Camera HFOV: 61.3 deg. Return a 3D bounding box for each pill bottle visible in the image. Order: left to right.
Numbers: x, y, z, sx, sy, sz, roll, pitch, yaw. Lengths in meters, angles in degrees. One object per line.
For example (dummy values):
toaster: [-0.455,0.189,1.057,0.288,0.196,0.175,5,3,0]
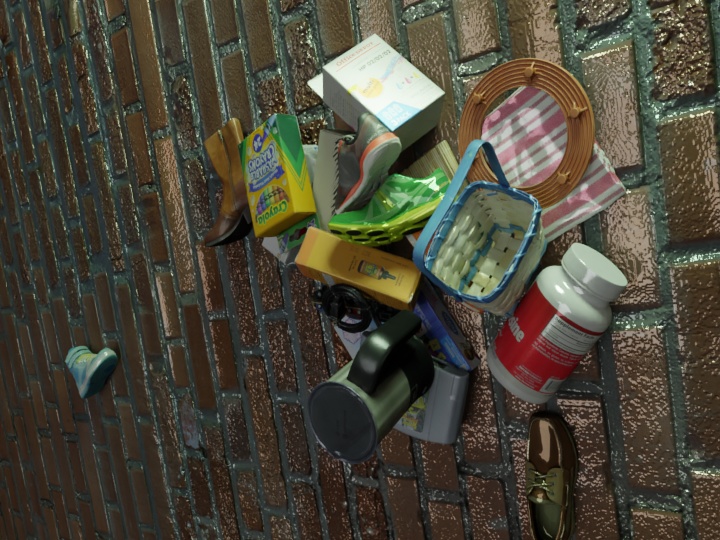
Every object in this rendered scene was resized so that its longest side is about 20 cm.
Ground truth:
pill bottle: [0.264,0.071,0.821,0.112,0.111,0.203,41,120,22]

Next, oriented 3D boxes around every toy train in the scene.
toy train: [-0.005,0.059,1.018,0.195,0.034,0.047,7,115,35]

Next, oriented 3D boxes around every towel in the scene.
towel: [0.251,-0.152,0.837,0.145,0.030,0.204,-36,78,37]

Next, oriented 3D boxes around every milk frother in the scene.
milk frother: [-0.014,0.135,0.885,0.195,0.187,0.187,13,113,28]

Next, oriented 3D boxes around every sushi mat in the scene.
sushi mat: [0.139,-0.091,0.942,0.095,0.012,0.204,-33,80,37]

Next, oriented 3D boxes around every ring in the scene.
ring: [0.218,-0.181,0.829,0.196,0.019,0.208,12,110,37]

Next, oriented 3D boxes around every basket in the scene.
basket: [0.152,-0.040,0.790,0.137,0.200,0.179,24,76,39]

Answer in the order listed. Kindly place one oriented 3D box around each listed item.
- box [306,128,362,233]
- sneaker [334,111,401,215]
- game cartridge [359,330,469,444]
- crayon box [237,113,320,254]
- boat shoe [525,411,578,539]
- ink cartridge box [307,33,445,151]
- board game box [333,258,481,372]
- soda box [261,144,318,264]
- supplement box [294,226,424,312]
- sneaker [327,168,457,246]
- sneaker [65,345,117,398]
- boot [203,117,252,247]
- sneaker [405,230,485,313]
box: [-0.036,-0.129,1.024,0.067,0.081,0.207,19,112,29]
sneaker: [-0.001,-0.159,0.901,0.083,0.076,0.201,56,148,12]
game cartridge: [0.076,0.193,0.983,0.196,0.040,0.138,18,114,31]
crayon box: [-0.141,-0.143,1.034,0.124,0.051,0.207,-22,78,45]
boat shoe: [0.275,0.314,0.886,0.074,0.073,0.207,-4,97,36]
ink cartridge box: [0.018,-0.276,0.923,0.200,0.114,0.068,45,158,20]
board game box: [0.071,0.123,1.019,0.199,0.041,0.203,-43,73,34]
soda box: [-0.109,-0.118,1.090,0.067,0.063,0.204,35,119,25]
supplement box: [0.000,0.000,0.946,0.195,0.069,0.068,19,73,17]
sneaker: [0.046,-0.092,0.895,0.194,0.074,0.086,-15,67,12]
sneaker: [-0.722,0.237,1.610,0.132,0.079,0.200,52,123,14]
boot: [-0.274,-0.166,1.201,0.186,0.068,0.205,-31,80,37]
sneaker: [0.134,-0.026,0.910,0.077,0.072,0.202,-41,78,25]
